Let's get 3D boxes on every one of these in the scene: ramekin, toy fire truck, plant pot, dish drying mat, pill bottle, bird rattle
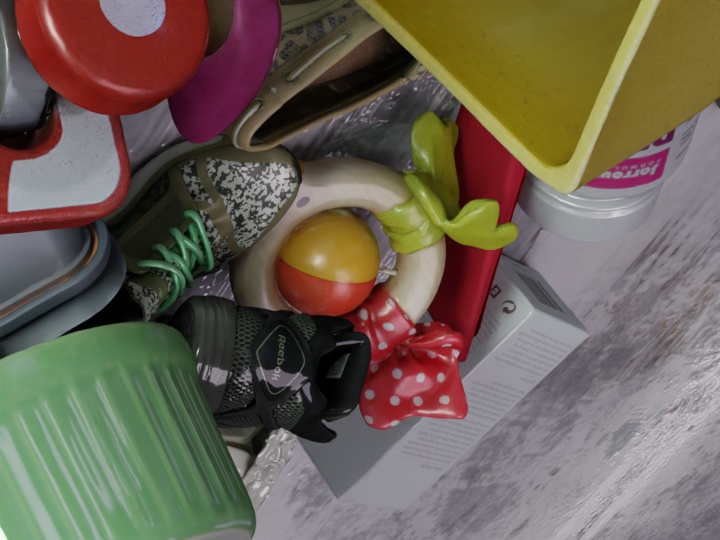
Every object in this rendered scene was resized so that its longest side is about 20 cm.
[{"bbox_3d":[-0.143,0.119,0.674,0.199,0.098,0.200,-29,163,-9],"label":"ramekin"},{"bbox_3d":[-0.154,-0.109,0.507,0.167,0.201,0.112,-7,173,-36],"label":"toy fire truck"},{"bbox_3d":[0.129,-0.191,0.694,0.199,0.194,0.196,-23,148,-34],"label":"plant pot"},{"bbox_3d":[0.069,-0.031,0.947,0.018,0.077,0.201,-14,143,-20],"label":"dish drying mat"},{"bbox_3d":[0.146,-0.115,0.876,0.113,0.114,0.200,-25,148,-20],"label":"pill bottle"},{"bbox_3d":[0.000,0.000,0.898,0.162,0.113,0.201,10,124,-18],"label":"bird rattle"}]

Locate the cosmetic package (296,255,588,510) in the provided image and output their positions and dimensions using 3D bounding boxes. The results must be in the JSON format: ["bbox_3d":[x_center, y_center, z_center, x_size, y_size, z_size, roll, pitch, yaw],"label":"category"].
[{"bbox_3d":[0.058,0.082,1.095,0.200,0.071,0.101,-46,149,14],"label":"cosmetic package"}]

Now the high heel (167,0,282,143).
[{"bbox_3d":[-0.081,-0.140,0.651,0.096,0.067,0.201,-20,132,-44],"label":"high heel"}]

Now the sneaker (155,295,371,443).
[{"bbox_3d":[-0.065,0.063,0.848,0.114,0.077,0.199,14,164,-17],"label":"sneaker"}]

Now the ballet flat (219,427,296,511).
[{"bbox_3d":[-0.072,0.093,0.985,0.072,0.072,0.200,15,113,-54],"label":"ballet flat"}]

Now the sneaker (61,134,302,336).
[{"bbox_3d":[-0.109,0.002,0.777,0.199,0.089,0.077,-31,127,-13],"label":"sneaker"}]

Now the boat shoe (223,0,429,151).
[{"bbox_3d":[0.007,-0.114,0.784,0.199,0.063,0.073,-26,147,-20],"label":"boat shoe"}]

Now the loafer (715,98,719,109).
[{"bbox_3d":[0.265,-0.148,1.005,0.063,0.072,0.200,-45,147,0],"label":"loafer"}]

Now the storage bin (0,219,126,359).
[{"bbox_3d":[-0.215,-0.020,0.622,0.199,0.146,0.135,-29,139,-13],"label":"storage bin"}]
